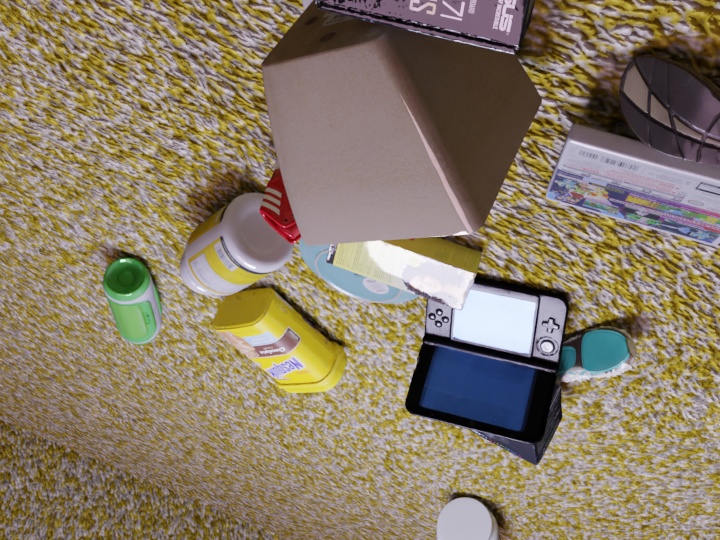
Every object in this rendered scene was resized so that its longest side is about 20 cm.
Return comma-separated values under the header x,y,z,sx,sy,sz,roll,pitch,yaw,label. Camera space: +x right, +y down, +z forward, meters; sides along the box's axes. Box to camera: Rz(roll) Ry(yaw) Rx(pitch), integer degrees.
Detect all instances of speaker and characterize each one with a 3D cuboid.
x,y,z,sx,sy,sz,roll,pitch,yaw,label
-0.402,0.057,1.650,0.087,0.089,0.201,18,151,5,speaker

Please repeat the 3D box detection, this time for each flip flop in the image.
x,y,z,sx,sy,sz,roll,pitch,yaw,label
0.332,-0.138,0.854,0.198,0.058,0.082,23,123,16,flip flop

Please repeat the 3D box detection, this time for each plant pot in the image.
x,y,z,sx,sy,sz,roll,pitch,yaw,label
0.024,-0.160,0.854,0.197,0.201,0.178,-3,132,36,plant pot

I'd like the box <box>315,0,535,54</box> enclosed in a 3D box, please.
x,y,z,sx,sy,sz,roll,pitch,yaw,label
0.063,-0.282,0.677,0.161,0.086,0.203,16,122,10,box

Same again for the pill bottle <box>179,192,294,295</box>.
x,y,z,sx,sy,sz,roll,pitch,yaw,label
-0.184,-0.029,1.330,0.111,0.113,0.199,33,150,-22,pill bottle

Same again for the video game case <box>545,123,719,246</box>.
x,y,z,sx,sy,sz,roll,pitch,yaw,label
0.299,-0.084,0.961,0.197,0.023,0.182,16,168,8,video game case

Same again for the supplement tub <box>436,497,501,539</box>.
x,y,z,sx,sy,sz,roll,pitch,yaw,label
0.246,0.606,2.095,0.138,0.142,0.201,9,149,21,supplement tub

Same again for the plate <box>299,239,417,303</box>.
x,y,z,sx,sy,sz,roll,pitch,yaw,label
0.000,0.000,1.349,0.197,0.026,0.201,16,150,9,plate

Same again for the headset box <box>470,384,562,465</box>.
x,y,z,sx,sy,sz,roll,pitch,yaw,label
0.208,0.196,1.398,0.172,0.094,0.200,27,166,20,headset box

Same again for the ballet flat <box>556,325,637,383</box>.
x,y,z,sx,sy,sz,roll,pitch,yaw,label
0.325,0.121,1.311,0.071,0.073,0.199,33,154,-22,ballet flat

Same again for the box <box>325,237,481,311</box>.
x,y,z,sx,sy,sz,roll,pitch,yaw,label
0.056,-0.018,1.238,0.197,0.050,0.076,19,132,5,box

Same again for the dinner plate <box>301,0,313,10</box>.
x,y,z,sx,sy,sz,roll,pitch,yaw,label
0.029,-0.250,0.907,0.197,0.025,0.201,16,152,9,dinner plate

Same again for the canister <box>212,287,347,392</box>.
x,y,z,sx,sy,sz,roll,pitch,yaw,label
-0.138,0.120,1.582,0.147,0.087,0.200,-9,138,41,canister

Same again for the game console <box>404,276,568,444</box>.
x,y,z,sx,sy,sz,roll,pitch,yaw,label
0.171,0.115,1.273,0.197,0.117,0.178,12,123,16,game console

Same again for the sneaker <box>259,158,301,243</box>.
x,y,z,sx,sy,sz,roll,pitch,yaw,label
-0.035,-0.078,1.143,0.197,0.117,0.079,2,147,30,sneaker
